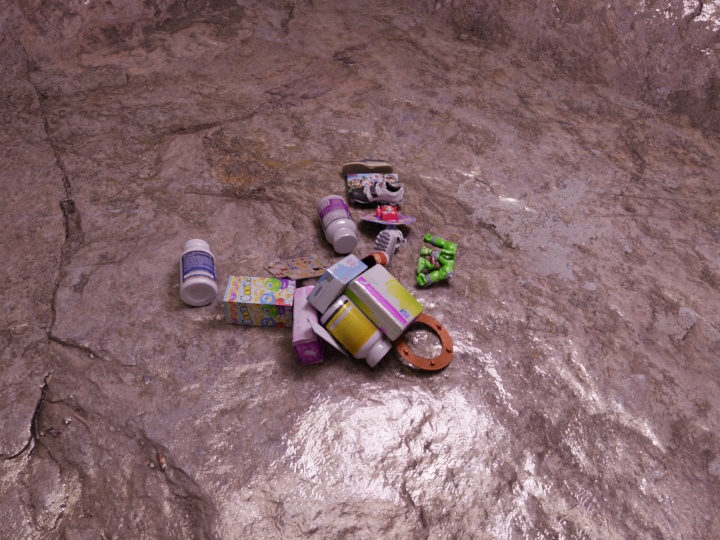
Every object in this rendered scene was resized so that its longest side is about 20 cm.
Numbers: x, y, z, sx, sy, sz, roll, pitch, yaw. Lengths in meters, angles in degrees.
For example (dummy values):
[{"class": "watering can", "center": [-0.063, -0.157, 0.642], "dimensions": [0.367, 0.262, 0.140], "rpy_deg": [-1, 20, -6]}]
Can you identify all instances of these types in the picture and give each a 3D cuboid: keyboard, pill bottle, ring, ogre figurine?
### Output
[{"class": "keyboard", "center": [-0.087, 0.185, 1.547], "dimensions": [0.011, 0.200, 0.056], "rpy_deg": [-41, 52, 3]}, {"class": "pill bottle", "center": [-0.503, 0.000, 1.733], "dimensions": [0.109, 0.112, 0.201], "rpy_deg": [-8, 48, -12]}, {"class": "ring", "center": [0.182, 0.198, 1.626], "dimensions": [0.198, 0.019, 0.202], "rpy_deg": [13, 45, -13]}, {"class": "pill bottle", "center": [-0.076, -0.156, 1.913], "dimensions": [0.111, 0.113, 0.201], "rpy_deg": [-10, 48, -14]}, {"class": "ogre figurine", "center": [0.252, -0.034, 1.836], "dimensions": [0.118, 0.099, 0.201], "rpy_deg": [4, 34, 16]}, {"class": "pill bottle", "center": [-0.010, 0.172, 1.579], "dimensions": [0.200, 0.113, 0.112], "rpy_deg": [44, 55, 6]}]

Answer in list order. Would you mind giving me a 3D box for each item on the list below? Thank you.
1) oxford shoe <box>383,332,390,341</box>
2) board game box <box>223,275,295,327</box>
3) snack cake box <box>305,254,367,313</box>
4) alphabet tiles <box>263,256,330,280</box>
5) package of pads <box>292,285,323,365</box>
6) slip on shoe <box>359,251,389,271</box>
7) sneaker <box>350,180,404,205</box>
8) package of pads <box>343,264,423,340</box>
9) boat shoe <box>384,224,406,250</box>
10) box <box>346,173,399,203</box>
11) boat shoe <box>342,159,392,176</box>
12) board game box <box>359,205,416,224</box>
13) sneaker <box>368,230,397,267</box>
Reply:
[{"class": "oxford shoe", "center": [0.065, 0.122, 1.685], "dimensions": [0.057, 0.075, 0.202], "rpy_deg": [17, 48, -16]}, {"class": "board game box", "center": [-0.295, 0.092, 1.666], "dimensions": [0.197, 0.104, 0.106], "rpy_deg": [3, 46, -1]}, {"class": "snack cake box", "center": [-0.065, 0.034, 1.611], "dimensions": [0.067, 0.115, 0.200], "rpy_deg": [39, 23, 6]}, {"class": "alphabet tiles", "center": [-0.194, -0.008, 1.758], "dimensions": [0.198, 0.008, 0.167], "rpy_deg": [-8, 23, -33]}, {"class": "package of pads", "center": [-0.150, 0.155, 1.603], "dimensions": [0.075, 0.121, 0.202], "rpy_deg": [-9, 46, 4]}, {"class": "slip on shoe", "center": [0.000, 0.000, 1.730], "dimensions": [0.061, 0.199, 0.075], "rpy_deg": [-6, 70, -52]}, {"class": "sneaker", "center": [0.062, -0.291, 2.022], "dimensions": [0.197, 0.089, 0.075], "rpy_deg": [2, 51, -1]}, {"class": "package of pads", "center": [0.071, 0.084, 1.591], "dimensions": [0.200, 0.068, 0.154], "rpy_deg": [45, 36, 10]}, {"class": "boat shoe", "center": [0.113, -0.102, 1.891], "dimensions": [0.085, 0.075, 0.202], "rpy_deg": [25, 26, 0]}, {"class": "box", "center": [0.049, -0.310, 2.121], "dimensions": [0.197, 0.038, 0.138], "rpy_deg": [-1, 47, -6]}, {"class": "boat shoe", "center": [0.025, -0.398, 2.187], "dimensions": [0.198, 0.072, 0.066], "rpy_deg": [-2, 36, -7]}, {"class": "board game box", "center": [0.094, -0.199, 1.952], "dimensions": [0.157, 0.040, 0.199], "rpy_deg": [-14, 22, -43]}, {"class": "sneaker", "center": [0.067, -0.024, 1.771], "dimensions": [0.074, 0.202, 0.082], "rpy_deg": [35, 15, 31]}]
